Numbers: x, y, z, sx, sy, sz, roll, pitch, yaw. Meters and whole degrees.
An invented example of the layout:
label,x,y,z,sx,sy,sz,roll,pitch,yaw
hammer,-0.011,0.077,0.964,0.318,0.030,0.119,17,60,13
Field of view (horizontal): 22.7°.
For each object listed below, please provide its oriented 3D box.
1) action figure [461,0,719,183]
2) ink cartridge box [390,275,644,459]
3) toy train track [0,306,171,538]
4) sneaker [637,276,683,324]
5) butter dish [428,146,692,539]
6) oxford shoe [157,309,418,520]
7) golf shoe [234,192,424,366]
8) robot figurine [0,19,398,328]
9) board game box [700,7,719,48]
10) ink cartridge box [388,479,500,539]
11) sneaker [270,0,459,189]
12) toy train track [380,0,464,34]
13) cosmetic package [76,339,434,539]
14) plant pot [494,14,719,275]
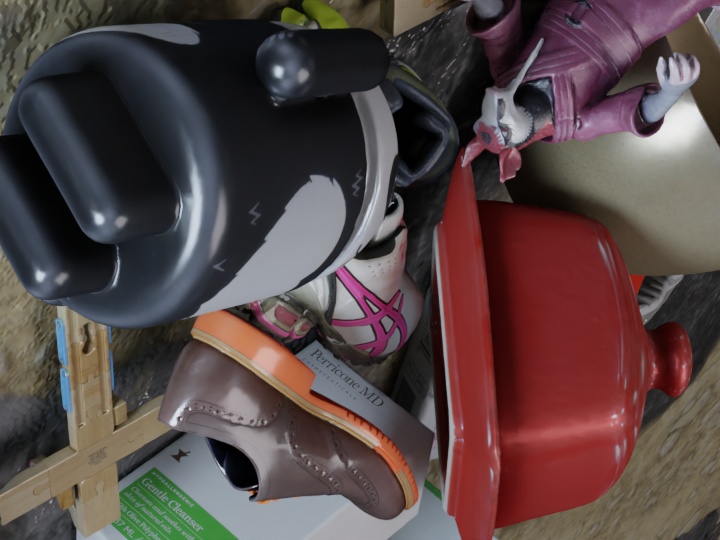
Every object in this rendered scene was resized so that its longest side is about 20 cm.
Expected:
label,x,y,z,sx,sy,sz,roll,pitch,yaw
action figure,0.116,-0.129,0.933,0.200,0.134,0.149,-50,174,-3
ink cartridge box,0.125,0.053,1.275,0.199,0.057,0.163,-6,134,-26
toy train track,-0.141,0.055,0.891,0.114,0.033,0.201,-29,142,-30
sneaker,0.204,0.029,1.430,0.200,0.075,0.082,-20,140,-52
butter dish,0.116,0.053,1.029,0.147,0.201,0.200,-3,153,0
oxford shoe,-0.040,0.095,0.962,0.200,0.071,0.073,43,74,-42
golf shoe,0.000,0.000,0.993,0.092,0.073,0.200,-39,160,13
robot figurine,-0.068,-0.042,0.758,0.200,0.150,0.126,-14,108,-55
board game box,0.223,-0.123,1.301,0.134,0.034,0.201,-4,128,-60
ink cartridge box,0.058,0.222,1.350,0.083,0.146,0.200,-50,158,-7
sneaker,0.012,-0.071,0.923,0.074,0.081,0.200,-55,157,7
toy train track,0.082,-0.179,0.953,0.199,0.032,0.115,-31,142,-29
cosmetic package,-0.061,0.144,1.065,0.200,0.107,0.085,-37,151,-35
plant pot,0.160,-0.076,1.094,0.134,0.201,0.200,-27,164,20
